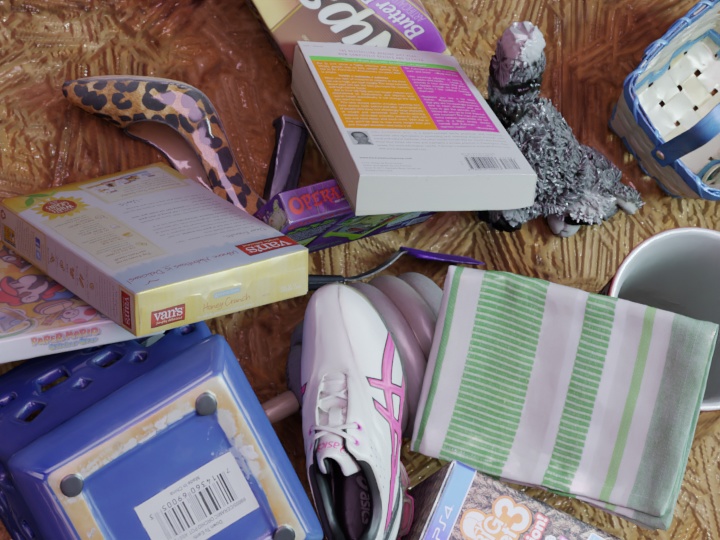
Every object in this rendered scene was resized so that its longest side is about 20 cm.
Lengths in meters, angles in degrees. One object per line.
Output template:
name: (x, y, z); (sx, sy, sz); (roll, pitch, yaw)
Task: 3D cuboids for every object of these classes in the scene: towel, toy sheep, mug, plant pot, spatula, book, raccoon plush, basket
towel: (0.140, 0.087, 1.565); (0.199, 0.023, 0.153); (15, 101, 20)
toy sheep: (0.013, 0.072, 1.665); (0.199, 0.138, 0.138); (-23, 82, -25)
mug: (0.203, 0.052, 1.666); (0.176, 0.200, 0.134); (5, 77, -8)
plant pot: (-0.149, 0.148, 1.562); (0.199, 0.180, 0.201); (-30, 107, -14)
spatula: (0.000, 0.000, 1.706); (0.199, 0.056, 0.021); (-10, 100, -17)
book: (0.036, -0.106, 1.624); (0.133, 0.200, 0.048); (-2, 120, -16)
raccoon plush: (0.163, -0.101, 1.706); (0.133, 0.200, 0.097); (-6, 55, -18)
basket: (0.293, -0.144, 1.723); (0.176, 0.200, 0.139); (-41, 87, -15)

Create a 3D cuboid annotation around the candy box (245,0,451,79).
candy box: (-0.029, -0.222, 1.707); (0.116, 0.056, 0.201); (-32, 112, -4)

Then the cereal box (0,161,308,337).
cereal box: (-0.149, -0.018, 1.576); (0.143, 0.200, 0.040); (-14, 119, -32)

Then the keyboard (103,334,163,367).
keyboard: (-0.178, 0.051, 1.699); (0.056, 0.011, 0.201); (18, 75, -11)

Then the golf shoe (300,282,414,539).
golf shoe: (-0.005, 0.108, 1.561); (0.072, 0.092, 0.201); (-10, 89, 14)

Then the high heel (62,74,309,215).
high heel: (-0.144, -0.068, 1.700); (0.199, 0.071, 0.143); (14, 78, -9)

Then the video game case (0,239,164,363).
video game case: (-0.244, 0.012, 1.605); (0.181, 0.200, 0.023); (-10, 116, -9)

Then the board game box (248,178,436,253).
board game box: (-0.003, -0.047, 1.660); (0.199, 0.120, 0.032); (-16, 83, -35)

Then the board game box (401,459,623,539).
board game box: (0.122, 0.235, 1.632); (0.199, 0.159, 0.097); (26, 74, -4)
